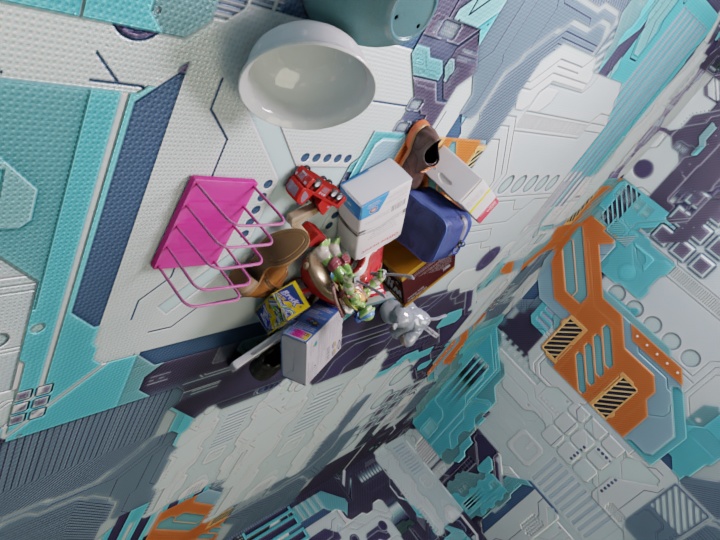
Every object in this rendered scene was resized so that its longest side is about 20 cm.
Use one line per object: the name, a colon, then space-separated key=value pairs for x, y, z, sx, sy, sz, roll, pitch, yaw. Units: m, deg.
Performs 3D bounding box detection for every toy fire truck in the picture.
toy fire truck: x=-0.121 y=0.069 z=1.481 sx=0.141 sy=0.049 sz=0.200 roll=-36 pitch=154 yaw=-18
toy fire truck: x=-0.105 y=-0.127 z=1.198 sx=0.141 sy=0.049 sz=0.200 roll=-46 pitch=155 yaw=12

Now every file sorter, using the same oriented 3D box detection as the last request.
file sorter: x=-0.246 y=-0.046 z=1.023 sx=0.139 sy=0.125 sz=0.200 roll=-8 pitch=139 yaw=-53

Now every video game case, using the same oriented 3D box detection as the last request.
video game case: x=-0.244 y=0.192 z=1.459 sx=0.182 sy=0.023 sz=0.200 roll=-34 pitch=179 yaw=-19

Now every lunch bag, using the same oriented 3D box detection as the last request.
lunch bag: x=0.182 y=-0.117 z=1.466 sx=0.132 sy=0.200 sz=0.136 roll=-18 pitch=142 yaw=-45

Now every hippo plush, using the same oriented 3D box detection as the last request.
hippo plush: x=0.142 y=0.174 z=1.927 sx=0.161 sy=0.200 sz=0.160 roll=13 pitch=100 yaw=-53

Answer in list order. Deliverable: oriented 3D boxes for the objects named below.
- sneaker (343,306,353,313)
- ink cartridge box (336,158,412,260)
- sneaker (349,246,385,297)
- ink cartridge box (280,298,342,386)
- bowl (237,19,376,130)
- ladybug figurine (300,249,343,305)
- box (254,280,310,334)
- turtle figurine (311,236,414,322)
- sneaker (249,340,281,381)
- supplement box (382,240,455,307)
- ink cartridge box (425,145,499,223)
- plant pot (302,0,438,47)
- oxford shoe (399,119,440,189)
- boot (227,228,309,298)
sneaker: x=0.004 y=0.035 z=1.563 sx=0.100 sy=0.075 sz=0.200 roll=-84 pitch=-163 yaw=-51
ink cartridge box: x=0.028 y=-0.137 z=1.337 sx=0.146 sy=0.086 sz=0.200 roll=-31 pitch=155 yaw=-23
sneaker: x=0.025 y=-0.001 z=1.456 sx=0.078 sy=0.116 sz=0.200 roll=-11 pitch=-153 yaw=33
ink cartridge box: x=-0.107 y=0.162 z=1.410 sx=0.200 sy=0.076 sz=0.137 roll=-41 pitch=144 yaw=-48
bowl: x=-0.078 y=-0.299 z=0.854 sx=0.200 sy=0.091 sz=0.201 roll=-3 pitch=161 yaw=-1
ladybug figurine: x=-0.076 y=0.021 z=1.398 sx=0.072 sy=0.136 sz=0.200 roll=-29 pitch=143 yaw=26
box: x=-0.182 y=0.089 z=1.331 sx=0.064 sy=0.070 sz=0.200 roll=-30 pitch=177 yaw=-26
turtle figurine: x=0.000 y=0.000 z=1.278 sx=0.144 sy=0.194 sz=0.200 roll=-33 pitch=170 yaw=-36
sneaker: x=-0.180 y=0.202 z=1.450 sx=0.200 sy=0.076 sz=0.091 roll=-35 pitch=173 yaw=-37
supplement box: x=0.152 y=-0.036 z=1.637 sx=0.197 sy=0.133 sz=0.200 roll=-37 pitch=155 yaw=-11
ink cartridge box: x=0.258 y=-0.215 z=1.481 sx=0.083 sy=0.145 sz=0.200 roll=-47 pitch=156 yaw=10
plant pot: x=0.035 y=-0.406 z=0.839 sx=0.200 sy=0.135 sz=0.200 roll=-34 pitch=155 yaw=-18
oxford shoe: x=0.137 y=-0.247 z=1.335 sx=0.071 sy=0.073 sz=0.200 roll=-33 pitch=155 yaw=-21
boot: x=-0.178 y=-0.011 z=1.252 sx=0.200 sy=0.074 sz=0.155 roll=-31 pitch=163 yaw=6
